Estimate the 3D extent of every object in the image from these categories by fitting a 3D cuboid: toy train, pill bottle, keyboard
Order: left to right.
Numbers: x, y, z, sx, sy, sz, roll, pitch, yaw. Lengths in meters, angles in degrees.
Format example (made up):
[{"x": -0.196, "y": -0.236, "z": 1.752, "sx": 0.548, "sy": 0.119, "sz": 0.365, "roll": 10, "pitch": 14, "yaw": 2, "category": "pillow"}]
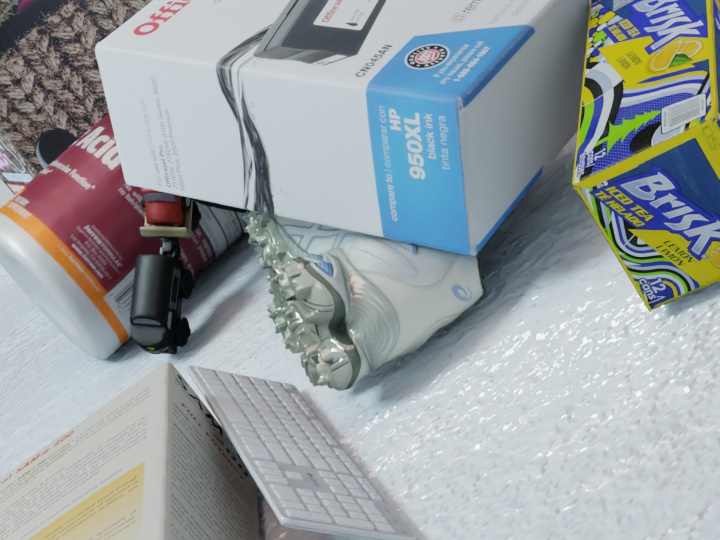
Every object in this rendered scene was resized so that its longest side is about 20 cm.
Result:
[{"x": -0.129, "y": -0.050, "z": 1.041, "sx": 0.200, "sy": 0.114, "sz": 0.114, "roll": -44, "pitch": 22, "yaw": -16, "category": "pill bottle"}, {"x": -0.112, "y": -0.052, "z": 0.959, "sx": 0.034, "sy": 0.201, "sz": 0.046, "roll": 2, "pitch": -8, "yaw": 16, "category": "toy train"}, {"x": -0.031, "y": 0.076, "z": 0.712, "sx": 0.011, "sy": 0.056, "sz": 0.200, "roll": -69, "pitch": 20, "yaw": 7, "category": "keyboard"}]

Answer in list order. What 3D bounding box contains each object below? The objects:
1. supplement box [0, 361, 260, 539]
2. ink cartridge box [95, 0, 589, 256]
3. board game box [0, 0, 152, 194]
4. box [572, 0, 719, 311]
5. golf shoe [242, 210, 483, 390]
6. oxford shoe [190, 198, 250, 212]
[{"x": -0.107, "y": 0.137, "z": 0.672, "sx": 0.126, "sy": 0.074, "sz": 0.200, "roll": -34, "pitch": 21, "yaw": 9, "category": "supplement box"}, {"x": -0.005, "y": -0.094, "z": 0.802, "sx": 0.199, "sy": 0.085, "sz": 0.145, "roll": 12, "pitch": 39, "yaw": 28, "category": "ink cartridge box"}, {"x": -0.191, "y": -0.127, "z": 1.159, "sx": 0.159, "sy": 0.200, "sz": 0.097, "roll": -45, "pitch": 22, "yaw": -18, "category": "board game box"}, {"x": 0.139, "y": -0.071, "z": 0.713, "sx": 0.064, "sy": 0.070, "sz": 0.200, "roll": -25, "pitch": 24, "yaw": 24, "category": "box"}, {"x": 0.000, "y": 0.000, "z": 0.822, "sx": 0.097, "sy": 0.079, "sz": 0.200, "roll": -20, "pitch": 22, "yaw": -10, "category": "golf shoe"}, {"x": -0.010, "y": -0.077, "z": 0.901, "sx": 0.199, "sy": 0.073, "sz": 0.085, "roll": 2, "pitch": 79, "yaw": 33, "category": "oxford shoe"}]
